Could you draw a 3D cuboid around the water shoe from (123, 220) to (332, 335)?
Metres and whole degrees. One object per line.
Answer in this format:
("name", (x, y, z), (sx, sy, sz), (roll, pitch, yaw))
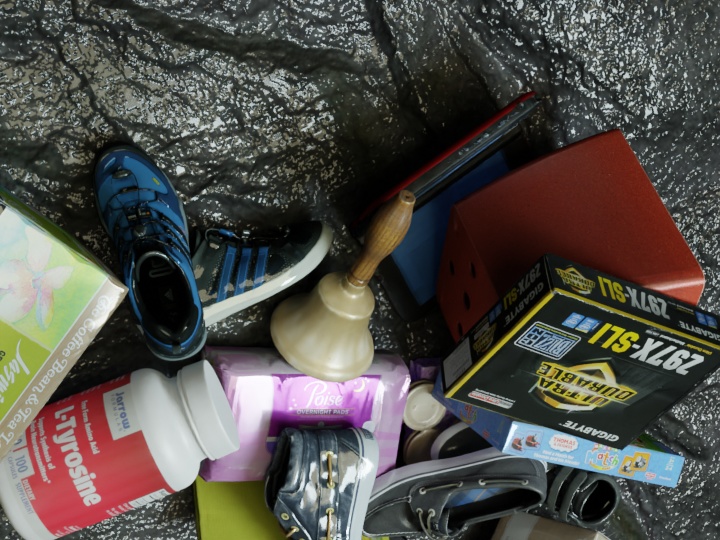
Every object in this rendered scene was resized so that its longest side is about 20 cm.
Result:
("water shoe", (-0.118, -0.008, 1.343), (0.200, 0.071, 0.079), (-30, 110, -14))

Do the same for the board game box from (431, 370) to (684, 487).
("board game box", (0.188, 0.151, 1.431), (0.200, 0.151, 0.037), (13, 100, -26))

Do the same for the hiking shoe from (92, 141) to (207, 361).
("hiking shoe", (-0.176, -0.023, 1.270), (0.074, 0.087, 0.200), (-21, 83, -10))

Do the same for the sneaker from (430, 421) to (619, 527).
("sneaker", (0.172, 0.200, 1.469), (0.200, 0.099, 0.071), (14, 102, -25))

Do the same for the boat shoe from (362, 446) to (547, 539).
("boat shoe", (0.084, 0.224, 1.414), (0.200, 0.066, 0.070), (-15, 127, 8))

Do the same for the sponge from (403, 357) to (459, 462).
("sponge", (0.141, 0.142, 1.528), (0.200, 0.030, 0.112), (-2, 106, -24))

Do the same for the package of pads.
("package of pads", (-0.059, 0.134, 1.409), (0.200, 0.076, 0.121), (2, 107, -25))

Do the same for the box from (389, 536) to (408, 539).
("box", (-0.053, 0.340, 1.487), (0.200, 0.051, 0.158), (5, 102, -26))

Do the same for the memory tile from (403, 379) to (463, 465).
("memory tile", (0.134, 0.159, 1.505), (0.200, 0.017, 0.153), (-15, 112, -18))

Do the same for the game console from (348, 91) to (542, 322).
("game console", (0.103, -0.056, 1.407), (0.200, 0.172, 0.119), (-37, 90, -11))

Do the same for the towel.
("towel", (-0.066, 0.239, 1.443), (0.200, 0.086, 0.018), (8, 142, -25))

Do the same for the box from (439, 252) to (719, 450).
("box", (0.195, 0.075, 1.288), (0.200, 0.049, 0.160), (19, 131, -26))

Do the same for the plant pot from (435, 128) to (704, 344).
("plant pot", (0.178, 0.013, 1.385), (0.176, 0.200, 0.200), (-9, 140, -14))

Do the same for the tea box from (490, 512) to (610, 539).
("tea box", (0.209, 0.383, 1.533), (0.197, 0.134, 0.200), (41, 68, -36))

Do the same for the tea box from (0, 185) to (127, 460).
("tea box", (-0.336, 0.026, 1.211), (0.197, 0.134, 0.200), (36, 89, -29))

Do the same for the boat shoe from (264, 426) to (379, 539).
("boat shoe", (-0.048, 0.239, 1.373), (0.091, 0.071, 0.201), (7, 98, -23))

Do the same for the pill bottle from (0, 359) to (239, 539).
("pill bottle", (-0.213, 0.153, 1.298), (0.200, 0.112, 0.112), (-22, 114, 2))

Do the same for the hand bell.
("hand bell", (0.000, 0.000, 1.326), (0.104, 0.104, 0.200), (4, 138, -25))
